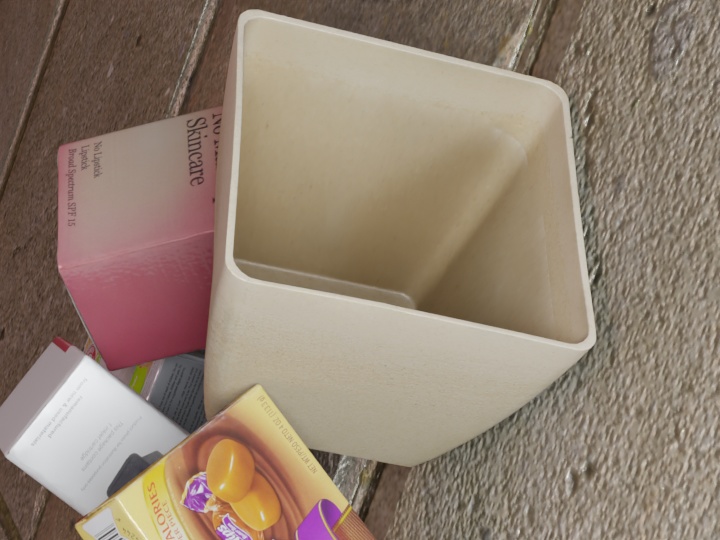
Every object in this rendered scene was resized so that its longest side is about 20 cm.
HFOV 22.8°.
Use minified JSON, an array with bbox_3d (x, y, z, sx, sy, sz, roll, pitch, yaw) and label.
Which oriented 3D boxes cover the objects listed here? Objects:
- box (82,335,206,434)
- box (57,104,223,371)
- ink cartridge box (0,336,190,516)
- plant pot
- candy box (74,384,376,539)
[{"bbox_3d":[-0.145,0.090,1.376,0.113,0.101,0.200,-67,24,10],"label":"box"},{"bbox_3d":[-0.094,-0.031,1.204,0.128,0.200,0.109,-100,-6,-45],"label":"box"},{"bbox_3d":[-0.140,0.141,1.186,0.083,0.200,0.145,-52,15,-9],"label":"ink cartridge box"},{"bbox_3d":[0.000,0.000,1.024,0.177,0.199,0.200,117,159,-47],"label":"plant pot"},{"bbox_3d":[-0.042,0.175,0.939,0.117,0.200,0.056,-36,-1,-41],"label":"candy box"}]
